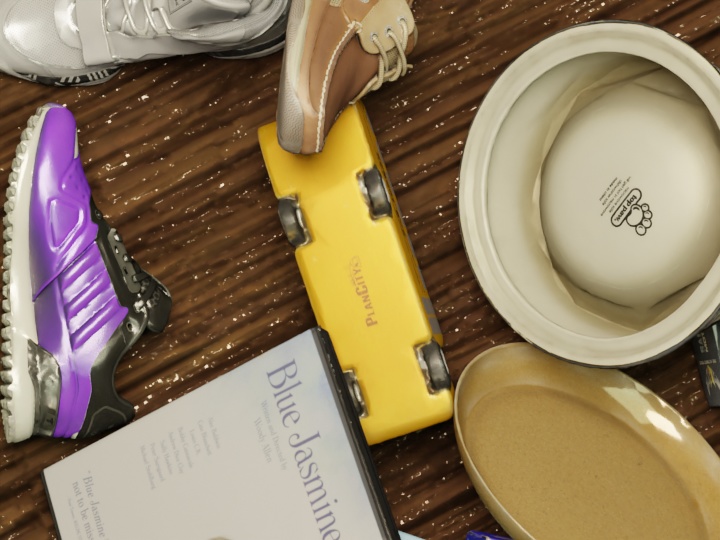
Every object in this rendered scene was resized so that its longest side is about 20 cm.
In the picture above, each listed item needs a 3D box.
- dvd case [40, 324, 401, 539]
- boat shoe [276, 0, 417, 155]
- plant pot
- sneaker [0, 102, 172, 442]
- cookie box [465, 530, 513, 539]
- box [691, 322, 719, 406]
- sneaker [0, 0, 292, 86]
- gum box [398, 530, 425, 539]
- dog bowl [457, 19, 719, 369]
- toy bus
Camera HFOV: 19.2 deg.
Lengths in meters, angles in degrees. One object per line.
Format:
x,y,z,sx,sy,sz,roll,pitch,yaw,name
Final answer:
-0.083,0.137,1.217,0.200,0.018,0.143,-28,63,16,dvd case
-0.002,-0.141,1.238,0.072,0.076,0.200,13,48,4,boat shoe
0.137,0.123,1.238,0.200,0.200,0.027,31,123,-2,plant pot
-0.162,0.002,1.264,0.099,0.070,0.200,2,89,-12,sneaker
0.131,0.269,1.260,0.171,0.075,0.200,11,85,-3,cookie box
0.296,-0.012,1.312,0.200,0.051,0.158,-13,86,-7,box
-0.130,-0.158,1.251,0.200,0.115,0.075,-6,86,-6,sneaker
0.069,0.250,1.173,0.200,0.045,0.170,19,65,2,gum box
0.158,-0.044,1.246,0.200,0.074,0.200,0,90,36,dog bowl
0.000,0.000,1.266,0.065,0.078,0.200,-19,87,6,toy bus
